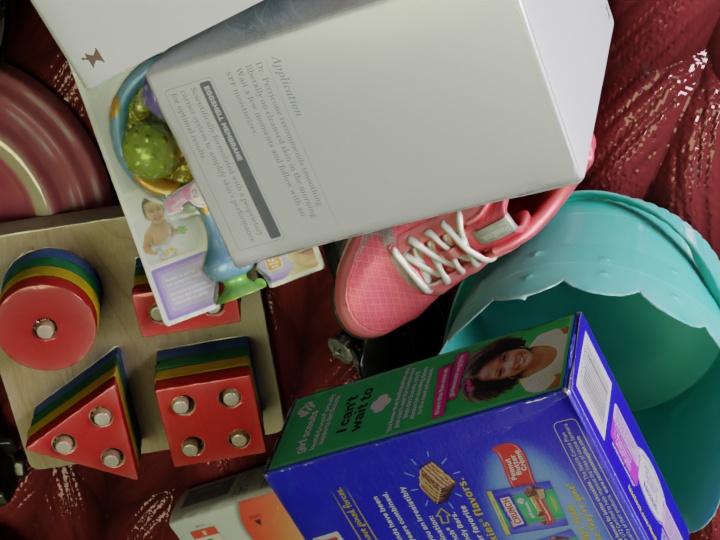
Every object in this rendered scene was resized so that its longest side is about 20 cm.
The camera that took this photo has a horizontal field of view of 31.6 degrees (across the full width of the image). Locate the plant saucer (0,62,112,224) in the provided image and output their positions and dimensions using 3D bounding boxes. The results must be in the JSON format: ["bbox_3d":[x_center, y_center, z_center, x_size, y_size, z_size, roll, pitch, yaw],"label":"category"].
[{"bbox_3d":[-0.278,-0.054,0.915,0.197,0.051,0.203,7,122,11],"label":"plant saucer"}]

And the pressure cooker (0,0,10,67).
[{"bbox_3d":[-0.314,-0.166,0.781,0.198,0.179,0.178,-14,105,28],"label":"pressure cooker"}]

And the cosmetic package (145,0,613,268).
[{"bbox_3d":[0.022,-0.122,0.694,0.197,0.200,0.124,-12,118,22],"label":"cosmetic package"}]

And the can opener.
[{"bbox_3d":[0.000,0.000,0.857,0.078,0.063,0.202,-33,126,-15],"label":"can opener"}]

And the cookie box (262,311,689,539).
[{"bbox_3d":[0.070,0.137,0.751,0.198,0.076,0.173,-19,114,26],"label":"cookie box"}]

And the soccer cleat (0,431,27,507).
[{"bbox_3d":[-0.335,0.112,1.020,0.085,0.070,0.203,1,121,15],"label":"soccer cleat"}]

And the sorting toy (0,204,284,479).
[{"bbox_3d":[-0.163,0.060,0.900,0.195,0.070,0.203,-9,122,-1],"label":"sorting toy"}]

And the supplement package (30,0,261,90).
[{"bbox_3d":[-0.088,-0.224,0.664,0.149,0.201,0.153,-19,114,26],"label":"supplement package"}]

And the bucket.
[{"bbox_3d":[0.147,0.059,0.807,0.204,0.135,0.210,7,123,11],"label":"bucket"}]

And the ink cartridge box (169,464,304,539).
[{"bbox_3d":[-0.039,0.246,1.029,0.160,0.050,0.202,-20,110,26],"label":"ink cartridge box"}]

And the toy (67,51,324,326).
[{"bbox_3d":[-0.109,-0.074,0.805,0.114,0.047,0.203,-19,99,4],"label":"toy"}]

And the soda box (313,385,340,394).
[{"bbox_3d":[0.029,0.165,0.916,0.067,0.065,0.201,-9,136,21],"label":"soda box"}]

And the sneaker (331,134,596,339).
[{"bbox_3d":[0.060,-0.031,0.766,0.200,0.087,0.074,-43,111,6],"label":"sneaker"}]
